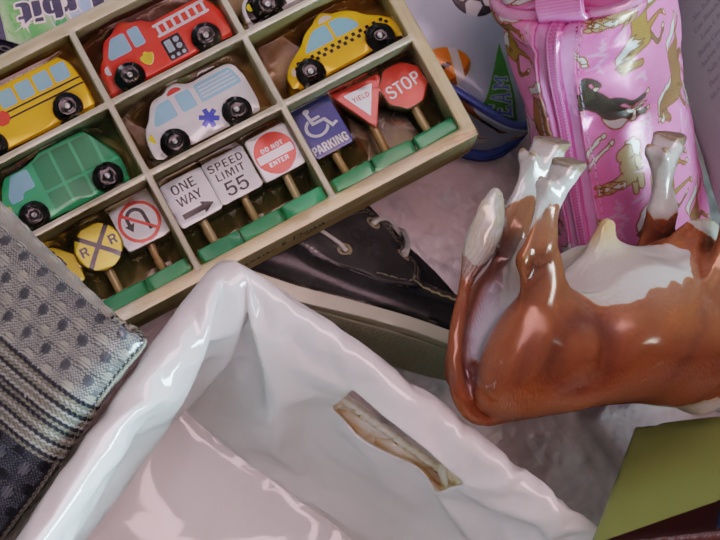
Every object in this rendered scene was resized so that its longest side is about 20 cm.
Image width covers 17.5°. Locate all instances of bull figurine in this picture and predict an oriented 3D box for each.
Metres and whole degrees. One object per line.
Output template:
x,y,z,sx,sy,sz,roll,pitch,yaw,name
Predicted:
0.112,0.008,0.933,0.199,0.065,0.122,-8,108,-45,bull figurine

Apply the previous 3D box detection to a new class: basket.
-0.045,0.141,0.924,0.198,0.161,0.200,36,70,-6,basket

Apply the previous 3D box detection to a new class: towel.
-0.202,0.044,0.902,0.200,0.035,0.193,39,95,24,towel

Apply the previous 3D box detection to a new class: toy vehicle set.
-0.066,-0.061,0.973,0.199,0.027,0.125,-28,80,-11,toy vehicle set

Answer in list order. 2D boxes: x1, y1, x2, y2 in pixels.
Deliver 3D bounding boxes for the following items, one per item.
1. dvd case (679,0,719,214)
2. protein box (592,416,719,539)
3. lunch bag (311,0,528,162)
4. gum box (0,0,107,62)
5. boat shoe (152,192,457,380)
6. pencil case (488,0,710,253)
0.182,-0.129,1.019,0.017,0.143,0.201,14,44,-24,dvd case
0.178,0.170,0.902,0.134,0.199,0.201,-8,97,13,protein box
0.049,-0.165,1.066,0.160,0.076,0.201,29,73,-6,lunch bag
-0.117,-0.182,1.035,0.169,0.045,0.201,13,74,-13,gum box
0.000,0.000,1.015,0.199,0.072,0.068,21,74,-8,boat shoe
0.107,-0.051,1.000,0.082,0.087,0.201,-18,124,-8,pencil case
